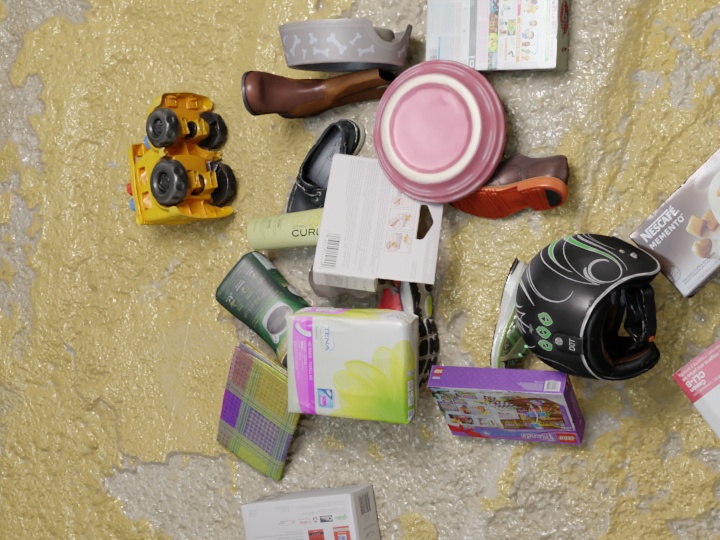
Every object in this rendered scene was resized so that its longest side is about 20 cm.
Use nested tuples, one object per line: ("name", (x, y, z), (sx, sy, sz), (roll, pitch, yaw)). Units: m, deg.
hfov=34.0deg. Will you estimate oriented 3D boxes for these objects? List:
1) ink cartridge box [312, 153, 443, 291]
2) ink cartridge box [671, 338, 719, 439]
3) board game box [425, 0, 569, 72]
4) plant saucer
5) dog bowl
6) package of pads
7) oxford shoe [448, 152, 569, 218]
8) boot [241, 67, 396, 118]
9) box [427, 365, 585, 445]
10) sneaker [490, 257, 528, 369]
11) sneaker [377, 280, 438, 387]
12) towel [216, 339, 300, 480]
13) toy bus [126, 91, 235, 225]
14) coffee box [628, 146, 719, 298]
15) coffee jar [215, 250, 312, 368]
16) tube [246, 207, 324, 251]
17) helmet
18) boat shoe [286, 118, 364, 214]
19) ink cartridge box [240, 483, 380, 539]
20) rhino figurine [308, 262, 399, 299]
("ink cartridge box", (0.031, -0.067, 1.703), (0.173, 0.045, 0.203), (7, 62, 5))
("ink cartridge box", (0.522, 0.167, 1.498), (0.144, 0.145, 0.201), (-40, 75, 20))
("board game box", (0.195, -0.357, 1.679), (0.197, 0.064, 0.151), (4, 94, 26))
("plant saucer", (0.105, -0.197, 1.661), (0.197, 0.051, 0.205), (0, 90, 22))
("dog bowl", (-0.022, -0.323, 1.705), (0.197, 0.199, 0.060), (1, 95, 25))
("package of pads", (-0.011, 0.132, 1.703), (0.196, 0.068, 0.158), (3, 100, 22))
("oxford shoe", (0.209, -0.124, 1.690), (0.197, 0.071, 0.074), (-2, 57, 32))
("boot", (-0.058, -0.264, 1.732), (0.197, 0.188, 0.070), (-5, 79, 26))
("box", (0.206, 0.189, 1.656), (0.197, 0.138, 0.040), (1, 53, 24))
("sneaker", (0.236, 0.088, 1.675), (0.087, 0.077, 0.204), (12, 100, 12))
("sneaker", (0.064, 0.080, 1.760), (0.084, 0.076, 0.204), (-6, 83, 40))
("towel", (-0.156, 0.222, 1.853), (0.142, 0.023, 0.203), (30, 123, 23))
("toy bus", (-0.313, -0.166, 1.898), (0.190, 0.135, 0.204), (-14, 84, 40))
("coffee box", (0.468, -0.074, 1.551), (0.200, 0.079, 0.115), (-45, 74, 19))
("coffee jar", (-0.126, 0.070, 1.828), (0.200, 0.085, 0.105), (43, 95, 18))
("tube", (-0.079, -0.065, 1.781), (0.197, 0.052, 0.059), (-4, 99, 28))
("helmet", (0.301, 0.044, 1.563), (0.190, 0.197, 0.203), (36, 110, 58))
("boat shoe", (-0.065, -0.144, 1.805), (0.074, 0.066, 0.200), (42, 108, 17))
("ink cartridge box", (-0.071, 0.433, 1.817), (0.197, 0.084, 0.179), (-10, 87, 25))
("rhino figurine", (0.000, 0.000, 1.747), (0.198, 0.060, 0.089), (0, 66, 42))
